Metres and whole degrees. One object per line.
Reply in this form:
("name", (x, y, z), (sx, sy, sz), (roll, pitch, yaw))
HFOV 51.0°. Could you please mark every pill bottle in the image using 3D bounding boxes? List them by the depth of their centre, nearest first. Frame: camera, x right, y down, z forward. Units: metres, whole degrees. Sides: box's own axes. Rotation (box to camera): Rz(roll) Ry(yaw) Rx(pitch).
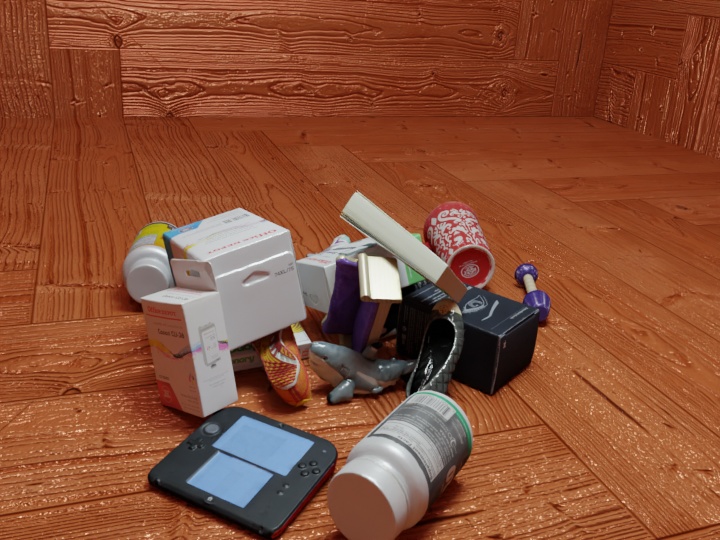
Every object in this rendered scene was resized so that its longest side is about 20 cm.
("pill bottle", (0.050, 0.237, 0.911), (0.111, 0.116, 0.199), (16, 25, 28))
("pill bottle", (-0.393, -0.012, 1.442), (0.106, 0.112, 0.201), (1, 23, -7))

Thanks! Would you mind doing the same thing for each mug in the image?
("mug", (0.202, -0.031, 1.629), (0.132, 0.178, 0.201), (35, 17, -21))

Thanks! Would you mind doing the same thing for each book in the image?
("book", (0.072, -0.033, 1.186), (0.199, 0.048, 0.133), (38, 1, 27))

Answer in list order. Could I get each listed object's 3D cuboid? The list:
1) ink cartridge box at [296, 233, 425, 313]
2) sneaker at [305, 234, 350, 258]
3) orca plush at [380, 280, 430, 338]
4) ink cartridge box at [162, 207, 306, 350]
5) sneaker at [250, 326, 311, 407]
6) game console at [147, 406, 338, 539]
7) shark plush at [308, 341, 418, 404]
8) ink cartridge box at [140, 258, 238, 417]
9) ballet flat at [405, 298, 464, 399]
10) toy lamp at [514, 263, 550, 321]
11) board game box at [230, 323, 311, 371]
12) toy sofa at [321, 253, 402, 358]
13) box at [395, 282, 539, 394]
("ink cartridge box", (0.000, 0.000, 1.332), (0.196, 0.086, 0.145), (-19, 12, -25))
("sneaker", (-0.080, -0.018, 1.564), (0.136, 0.080, 0.200), (-12, 11, -8))
("orca plush", (0.085, 0.056, 1.351), (0.196, 0.071, 0.107), (-17, 70, -25))
("ink cartridge box", (-0.199, 0.007, 1.181), (0.144, 0.150, 0.199), (-20, 23, -26))
("sneaker", (-0.126, 0.133, 1.174), (0.071, 0.078, 0.202), (-23, 39, 1))
("game console", (-0.143, 0.248, 0.962), (0.196, 0.032, 0.176), (14, 24, 24))
("shark plush", (0.018, 0.149, 1.158), (0.194, 0.086, 0.091), (4, 21, 0))
("ink cartridge box", (-0.246, 0.091, 1.064), (0.115, 0.206, 0.067), (3, 16, 44))
("ballet flat", (0.116, 0.125, 1.146), (0.065, 0.057, 0.204), (-1, 53, 27))
("toy lamp", (0.344, 0.044, 1.513), (0.056, 0.060, 0.201), (4, 21, 1))
("board game box", (-0.194, 0.112, 1.254), (0.195, 0.035, 0.127), (-8, 35, -27))
("toy sofa", (-0.003, 0.070, 1.177), (0.095, 0.202, 0.084), (4, 49, -10))
("box", (0.180, 0.103, 1.274), (0.197, 0.107, 0.146), (21, 27, 35))
